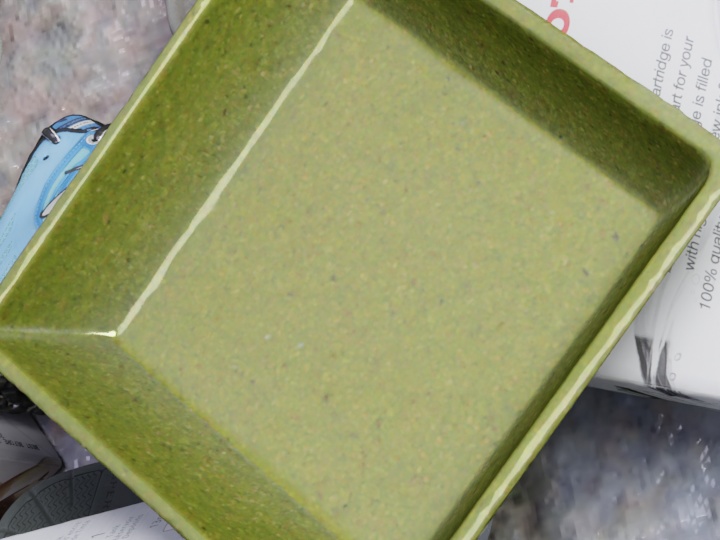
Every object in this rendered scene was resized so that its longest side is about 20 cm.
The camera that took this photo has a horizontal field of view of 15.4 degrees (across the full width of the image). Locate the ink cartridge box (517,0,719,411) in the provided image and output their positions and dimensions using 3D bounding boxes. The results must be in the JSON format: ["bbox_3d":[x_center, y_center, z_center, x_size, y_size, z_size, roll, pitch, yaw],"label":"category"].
[{"bbox_3d":[0.140,-0.025,0.870,0.199,0.084,0.147,10,86,31],"label":"ink cartridge box"}]

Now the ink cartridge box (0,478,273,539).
[{"bbox_3d":[-0.087,0.168,0.941,0.199,0.050,0.161,-16,109,24],"label":"ink cartridge box"}]

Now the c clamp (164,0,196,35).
[{"bbox_3d":[-0.011,-0.155,0.982,0.199,0.027,0.171,-22,45,21],"label":"c clamp"}]

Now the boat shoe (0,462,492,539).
[{"bbox_3d":[-0.039,0.102,0.967,0.201,0.065,0.075,-12,38,24],"label":"boat shoe"}]

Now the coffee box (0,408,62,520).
[{"bbox_3d":[-0.230,0.110,1.042,0.200,0.113,0.080,-45,63,15],"label":"coffee box"}]

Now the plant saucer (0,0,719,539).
[{"bbox_3d":[0.000,0.000,0.864,0.200,0.048,0.200,38,96,30],"label":"plant saucer"}]

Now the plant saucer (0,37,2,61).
[{"bbox_3d":[-0.191,-0.064,1.058,0.200,0.050,0.201,-42,30,32],"label":"plant saucer"}]

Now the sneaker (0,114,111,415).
[{"bbox_3d":[-0.090,-0.036,1.010,0.200,0.078,0.090,-40,61,17],"label":"sneaker"}]
